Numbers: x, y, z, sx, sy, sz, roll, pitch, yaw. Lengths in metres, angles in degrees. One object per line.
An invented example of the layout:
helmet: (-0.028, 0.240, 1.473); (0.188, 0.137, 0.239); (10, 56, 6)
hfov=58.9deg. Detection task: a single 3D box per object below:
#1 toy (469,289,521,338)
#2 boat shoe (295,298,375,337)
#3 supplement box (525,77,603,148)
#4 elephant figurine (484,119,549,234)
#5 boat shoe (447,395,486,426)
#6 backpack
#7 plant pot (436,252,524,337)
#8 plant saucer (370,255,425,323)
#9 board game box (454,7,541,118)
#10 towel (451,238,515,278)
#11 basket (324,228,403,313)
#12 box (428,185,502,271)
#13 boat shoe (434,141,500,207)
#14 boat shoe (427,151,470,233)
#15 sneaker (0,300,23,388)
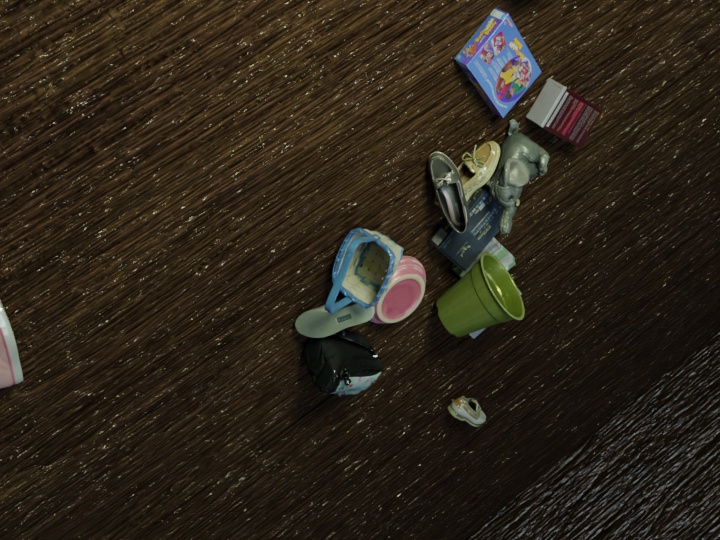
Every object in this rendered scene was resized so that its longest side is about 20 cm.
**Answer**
toy: (0.383, 0.105, 1.910); (0.199, 0.047, 0.115); (-42, 139, 8)
boat shoe: (-0.059, 0.108, 1.538); (0.197, 0.072, 0.071); (-14, 105, 6)
supplement box: (0.515, -0.393, 1.602); (0.198, 0.061, 0.110); (12, 116, -42)
elephant figurine: (0.359, -0.224, 1.542); (0.200, 0.154, 0.142); (-46, 163, -22)
boat shoe: (0.383, 0.483, 2.197); (0.069, 0.075, 0.199); (-49, 138, 15)
backpack: (-0.041, 0.239, 1.623); (0.198, 0.169, 0.126); (10, 136, -46)
plant pot: (0.312, 0.085, 1.737); (0.189, 0.203, 0.198); (-33, 145, 29)
plant saucer: (0.093, 0.060, 1.646); (0.198, 0.051, 0.203); (-22, 134, -24)
board game box: (0.306, -0.451, 1.403); (0.135, 0.045, 0.199); (-49, 138, 6)
towel: (0.352, -0.016, 1.802); (0.150, 0.031, 0.199); (-50, 138, 6)
basket: (0.000, 0.000, 1.432); (0.199, 0.138, 0.179); (-26, 144, -63)
box: (0.288, -0.113, 1.657); (0.201, 0.051, 0.157); (-50, 139, 6)
boat shoe: (0.256, -0.226, 1.525); (0.062, 0.074, 0.201); (21, 112, -38)
boat shoe: (0.211, -0.179, 1.486); (0.066, 0.057, 0.202); (-18, 116, 16)
sneaker: (-0.653, 0.135, 1.099); (0.103, 0.075, 0.203); (-17, 136, -34)
